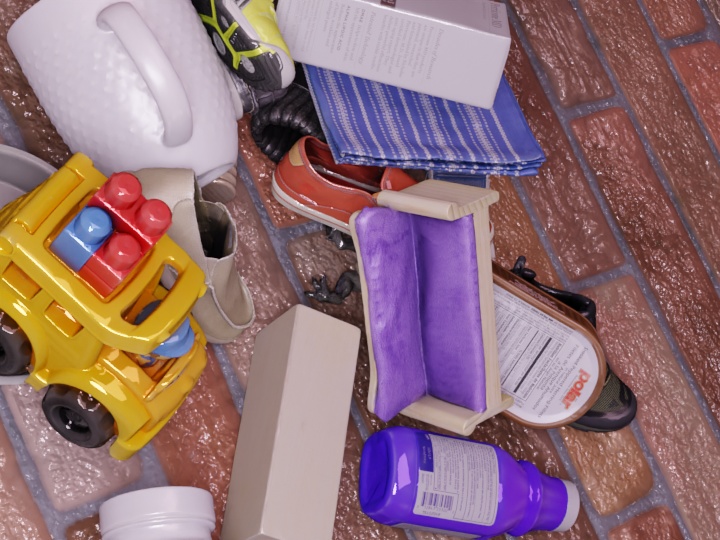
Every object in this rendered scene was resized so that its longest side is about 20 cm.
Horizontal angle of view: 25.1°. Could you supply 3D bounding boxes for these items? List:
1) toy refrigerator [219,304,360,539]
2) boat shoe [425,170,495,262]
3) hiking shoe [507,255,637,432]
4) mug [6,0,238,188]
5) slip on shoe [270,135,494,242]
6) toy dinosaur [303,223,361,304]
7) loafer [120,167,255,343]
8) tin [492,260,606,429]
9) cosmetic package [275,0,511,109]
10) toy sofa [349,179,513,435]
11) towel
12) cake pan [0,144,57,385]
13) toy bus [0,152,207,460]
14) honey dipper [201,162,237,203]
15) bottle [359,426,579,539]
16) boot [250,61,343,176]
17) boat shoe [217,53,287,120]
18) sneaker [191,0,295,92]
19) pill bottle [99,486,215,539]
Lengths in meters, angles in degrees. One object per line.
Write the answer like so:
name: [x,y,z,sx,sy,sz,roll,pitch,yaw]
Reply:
toy refrigerator: [-0.053,0.137,1.304,0.070,0.076,0.200,22,57,-23]
boat shoe: [0.087,-0.029,1.471,0.072,0.072,0.201,7,89,-2]
hiking shoe: [0.189,0.073,1.481,0.200,0.101,0.076,39,53,-12]
mug: [-0.175,-0.147,1.285,0.147,0.200,0.176,-28,89,-14]
slip on shoe: [0.023,-0.061,1.387,0.199,0.061,0.074,20,42,-7]
toy dinosaur: [0.000,0.000,1.429,0.088,0.047,0.201,20,61,-32]
loafer: [-0.125,-0.010,1.277,0.200,0.068,0.076,56,24,-50]
tin: [0.124,0.064,1.424,0.200,0.112,0.042,30,19,-10]
cosmetic package: [0.026,-0.210,1.401,0.199,0.074,0.102,12,26,-4]
toy sofa: [0.060,0.032,1.327,0.097,0.083,0.201,-22,115,-40]
towel: [0.055,-0.142,1.418,0.199,0.024,0.145,2,47,-23]
cake pan: [-0.286,-0.002,1.240,0.200,0.037,0.201,15,60,-28]
toy bus: [-0.178,0.015,1.158,0.200,0.192,0.136,44,49,-10]
honey dipper: [-0.122,-0.151,1.426,0.038,0.038,0.200,19,56,-26]
bottle: [0.096,0.188,1.385,0.200,0.065,0.084,13,68,-29]
boot: [0.008,-0.136,1.473,0.211,0.079,0.158,22,50,-11]
boat shoe: [-0.128,-0.220,1.407,0.060,0.074,0.200,-22,64,-15]
sneaker: [-0.100,-0.231,1.327,0.076,0.075,0.200,-24,62,-18]
pill bottle: [-0.138,0.263,1.162,0.112,0.112,0.201,5,66,-32]
